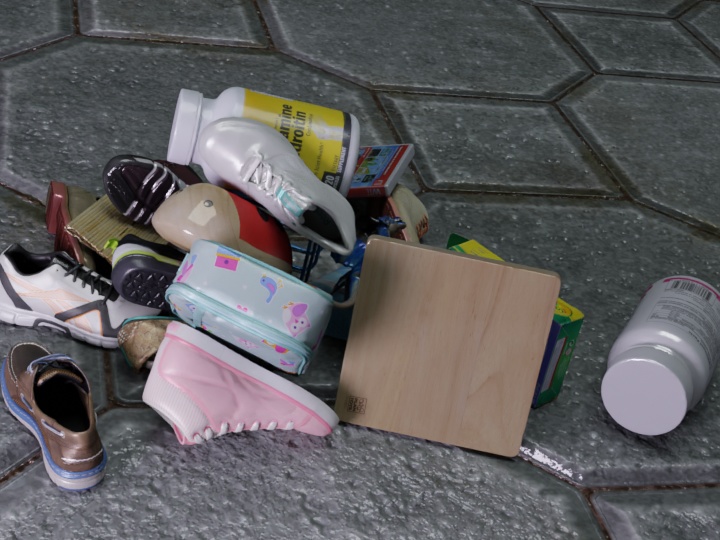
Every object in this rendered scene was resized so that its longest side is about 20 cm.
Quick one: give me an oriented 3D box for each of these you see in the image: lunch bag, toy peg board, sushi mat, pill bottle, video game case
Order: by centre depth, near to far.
[{"bbox_3d":[-0.112,0.038,1.184,0.160,0.077,0.200,24,-13,-2],"label":"lunch bag"},{"bbox_3d":[0.088,0.068,1.276,0.198,0.201,0.098,12,16,1],"label":"toy peg board"},{"bbox_3d":[-0.108,-0.139,1.341,0.199,0.112,0.112,11,31,-12],"label":"pill bottle"},{"bbox_3d":[0.347,0.096,1.379,0.113,0.114,0.200,23,33,18],"label":"pill bottle"},{"bbox_3d":[-0.275,-0.052,1.435,0.096,0.012,0.200,42,21,-6],"label":"sushi mat"},{"bbox_3d":[-0.039,-0.132,1.640,0.199,0.018,0.143,-2,28,19],"label":"video game case"}]

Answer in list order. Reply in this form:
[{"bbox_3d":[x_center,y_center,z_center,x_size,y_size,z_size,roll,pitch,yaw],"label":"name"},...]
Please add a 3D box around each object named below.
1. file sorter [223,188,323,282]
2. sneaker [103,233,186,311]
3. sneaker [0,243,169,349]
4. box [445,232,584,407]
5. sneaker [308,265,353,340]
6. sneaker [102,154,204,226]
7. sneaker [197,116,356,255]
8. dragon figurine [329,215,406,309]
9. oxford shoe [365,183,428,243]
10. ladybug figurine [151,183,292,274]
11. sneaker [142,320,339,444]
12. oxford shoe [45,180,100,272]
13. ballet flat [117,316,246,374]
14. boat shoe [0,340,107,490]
[{"bbox_3d":[-0.100,-0.065,1.468,0.122,0.139,0.200,18,32,3],"label":"file sorter"},{"bbox_3d":[-0.185,0.006,1.330,0.199,0.072,0.083,24,27,-33],"label":"sneaker"},{"bbox_3d":[-0.304,0.027,1.308,0.199,0.080,0.074,11,29,-5],"label":"sneaker"},{"bbox_3d":[0.153,0.051,1.383,0.048,0.118,0.200,-16,41,-39],"label":"box"},{"bbox_3d":[0.041,0.040,1.400,0.199,0.080,0.131,25,35,19],"label":"sneaker"},{"bbox_3d":[-0.253,-0.108,1.484,0.200,0.076,0.116,30,16,-50],"label":"sneaker"},{"bbox_3d":[-0.079,-0.085,1.258,0.200,0.075,0.089,34,16,-21],"label":"sneaker"},{"bbox_3d":[0.000,0.000,1.336,0.099,0.059,0.200,24,37,33],"label":"dragon figurine"},{"bbox_3d":[0.060,-0.064,1.580,0.073,0.071,0.200,5,32,-15],"label":"oxford shoe"},{"bbox_3d":[-0.138,-0.039,1.293,0.135,0.072,0.200,21,-6,28],"label":"ladybug figurine"},{"bbox_3d":[-0.124,0.141,1.205,0.200,0.105,0.075,31,-15,-17],"label":"sneaker"},{"bbox_3d":[-0.323,-0.045,1.426,0.074,0.071,0.200,4,34,-24],"label":"oxford shoe"},{"bbox_3d":[-0.158,0.083,1.296,0.199,0.071,0.066,-4,62,-19],"label":"ballet flat"},{"bbox_3d":[-0.291,0.120,1.168,0.072,0.073,0.200,-12,39,-33],"label":"boat shoe"}]
